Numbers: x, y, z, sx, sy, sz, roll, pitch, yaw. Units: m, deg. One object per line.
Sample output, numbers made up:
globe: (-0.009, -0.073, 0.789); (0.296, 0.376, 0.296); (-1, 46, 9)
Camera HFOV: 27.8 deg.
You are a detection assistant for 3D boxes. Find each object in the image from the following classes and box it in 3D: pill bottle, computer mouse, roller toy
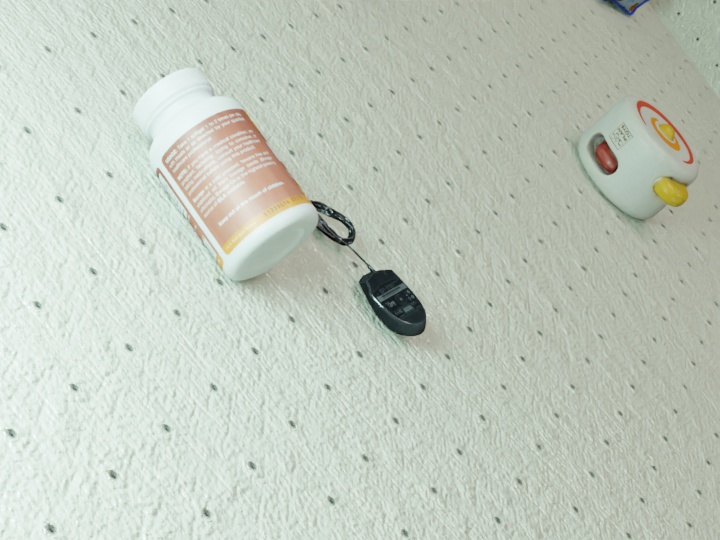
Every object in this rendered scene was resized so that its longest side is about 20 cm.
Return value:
pill bottle: (-0.139, -0.099, 1.455); (0.201, 0.112, 0.112); (54, 28, 13)
computer mouse: (0.000, 0.000, 1.624); (0.058, 0.034, 0.200); (-24, 67, -44)
roller toy: (0.467, -0.191, 2.425); (0.182, 0.140, 0.200); (42, 28, -9)

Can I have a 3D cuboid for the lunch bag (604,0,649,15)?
lunch bag: (0.559, -0.680, 3.229); (0.200, 0.124, 0.171); (16, 41, -58)
